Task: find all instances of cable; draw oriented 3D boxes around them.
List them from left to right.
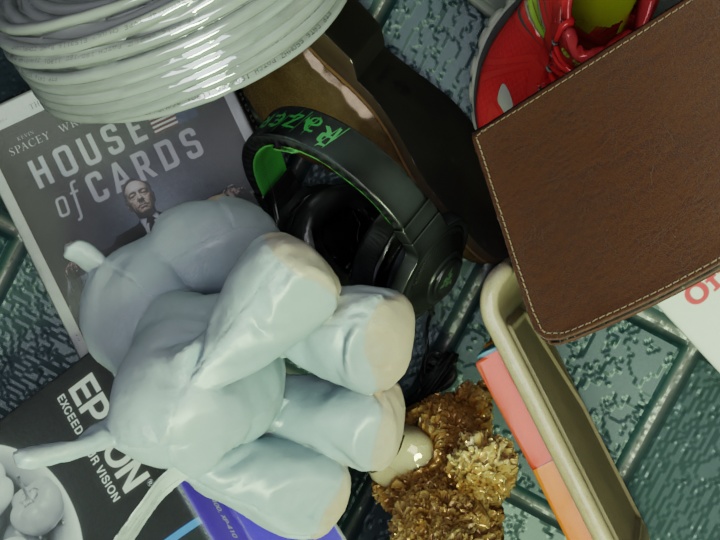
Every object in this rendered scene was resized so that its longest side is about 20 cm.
[{"bbox_3d":[-0.101,-0.158,1.180,0.200,0.200,0.069,-31,122,-6],"label":"cable"}]

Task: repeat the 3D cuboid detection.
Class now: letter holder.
[{"bbox_3d":[0.177,-0.046,1.088,0.200,0.101,0.142,-32,54,25],"label":"letter holder"}]

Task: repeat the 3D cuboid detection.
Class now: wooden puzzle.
[{"bbox_3d":[0.107,0.089,1.168,0.037,0.185,0.200,-22,90,10],"label":"wooden puzzle"}]

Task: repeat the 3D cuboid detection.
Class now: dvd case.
[{"bbox_3d":[-0.116,-0.027,1.249,0.150,0.025,0.200,-24,100,6],"label":"dvd case"}]

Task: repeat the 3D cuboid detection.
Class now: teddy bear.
[{"bbox_3d":[0.041,0.146,1.138,0.067,0.145,0.200,4,63,-13],"label":"teddy bear"}]

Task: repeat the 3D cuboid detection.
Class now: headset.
[{"bbox_3d":[0.000,0.000,1.191,0.094,0.123,0.200,-51,129,-21],"label":"headset"}]

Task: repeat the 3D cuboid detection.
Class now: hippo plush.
[{"bbox_3d":[-0.077,0.051,1.150,0.200,0.161,0.159,-38,123,-3],"label":"hippo plush"}]

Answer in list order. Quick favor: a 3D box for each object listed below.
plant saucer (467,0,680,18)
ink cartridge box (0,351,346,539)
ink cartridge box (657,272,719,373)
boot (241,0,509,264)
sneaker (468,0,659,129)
[{"bbox_3d":[0.128,-0.226,1.224,0.200,0.050,0.200,0,92,5],"label":"plant saucer"},{"bbox_3d":[-0.126,0.145,1.200,0.200,0.043,0.198,-37,64,6],"label":"ink cartridge box"},{"bbox_3d":[0.271,0.026,1.180,0.148,0.086,0.200,-43,98,16],"label":"ink cartridge box"},{"bbox_3d":[0.009,-0.075,1.242,0.200,0.074,0.075,49,123,-1],"label":"boot"},{"bbox_3d":[0.113,-0.127,1.183,0.077,0.085,0.200,18,124,-8],"label":"sneaker"}]
